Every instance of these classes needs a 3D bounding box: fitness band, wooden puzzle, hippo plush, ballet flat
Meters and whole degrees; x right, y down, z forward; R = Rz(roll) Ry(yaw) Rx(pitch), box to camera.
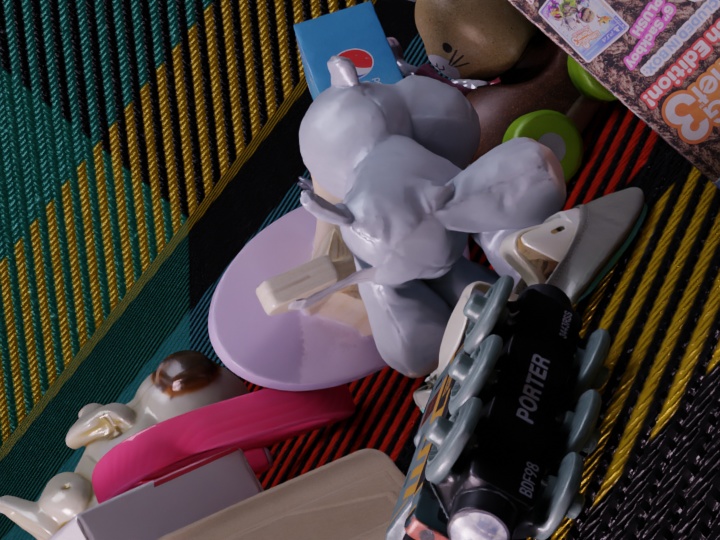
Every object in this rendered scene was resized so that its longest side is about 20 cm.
[{"bbox_3d":[-0.098,0.125,1.460,0.200,0.038,0.144,-16,-14,-26],"label":"fitness band"},{"bbox_3d":[-0.048,0.172,1.194,0.185,0.037,0.200,-24,11,-5],"label":"wooden puzzle"},{"bbox_3d":[0.021,-0.038,1.281,0.161,0.199,0.160,-124,32,-46],"label":"hippo plush"},{"bbox_3d":[0.098,0.013,1.185,0.200,0.064,0.067,-55,11,-22],"label":"ballet flat"}]

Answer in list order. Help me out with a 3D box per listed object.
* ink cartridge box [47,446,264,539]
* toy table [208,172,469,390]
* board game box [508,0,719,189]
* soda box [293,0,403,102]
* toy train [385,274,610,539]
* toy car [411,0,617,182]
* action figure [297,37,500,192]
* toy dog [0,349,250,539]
[{"bbox_3d":[-0.165,0.215,1.420,0.145,0.084,0.200,-21,-13,-40],"label":"ink cartridge box"},{"bbox_3d":[0.000,0.000,1.391,0.200,0.184,0.117,-37,-4,-23],"label":"toy table"},{"bbox_3d":[0.159,-0.154,1.116,0.097,0.200,0.160,-47,11,16],"label":"board game box"},{"bbox_3d":[0.009,-0.112,1.560,0.068,0.064,0.200,-18,51,-3],"label":"soda box"},{"bbox_3d":[0.067,0.089,1.033,0.114,0.085,0.200,-59,6,36],"label":"toy train"},{"bbox_3d":[0.080,-0.160,1.482,0.158,0.200,0.164,-53,10,-10],"label":"toy car"},{"bbox_3d":[0.053,-0.103,1.632,0.200,0.134,0.149,-38,28,-20],"label":"action figure"},{"bbox_3d":[-0.171,0.157,1.660,0.200,0.140,0.194,-55,24,-21],"label":"toy dog"}]
